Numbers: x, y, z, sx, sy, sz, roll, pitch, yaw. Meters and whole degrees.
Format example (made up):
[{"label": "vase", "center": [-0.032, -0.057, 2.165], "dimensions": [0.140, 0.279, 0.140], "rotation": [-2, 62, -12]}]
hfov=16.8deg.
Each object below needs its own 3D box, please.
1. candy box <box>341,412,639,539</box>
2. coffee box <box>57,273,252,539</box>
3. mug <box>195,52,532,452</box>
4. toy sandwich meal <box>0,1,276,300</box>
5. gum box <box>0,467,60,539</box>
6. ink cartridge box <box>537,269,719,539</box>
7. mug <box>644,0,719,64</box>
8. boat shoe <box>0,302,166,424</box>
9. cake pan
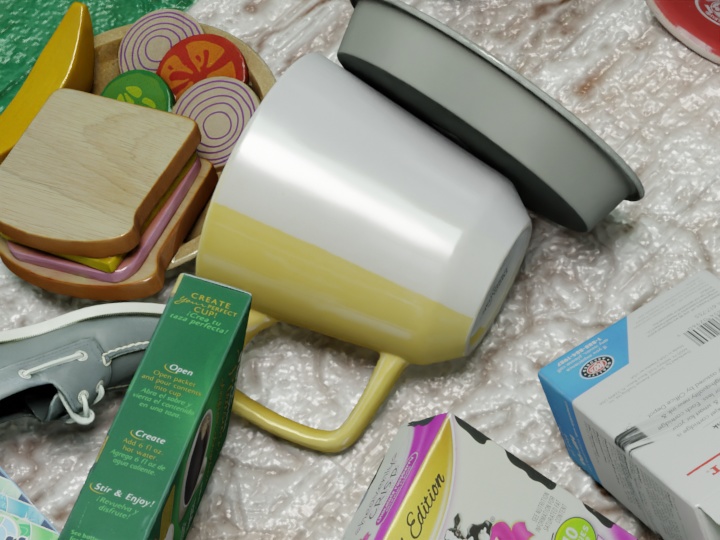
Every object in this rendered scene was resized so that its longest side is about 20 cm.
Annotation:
[{"label": "candy box", "center": [0.080, 0.180, 1.198], "dimensions": [0.200, 0.061, 0.137], "rotation": [34, 68, -15]}, {"label": "coffee box", "center": [-0.109, 0.111, 1.258], "dimensions": [0.044, 0.123, 0.200], "rotation": [16, 46, 5]}, {"label": "mug", "center": [0.005, -0.008, 1.365], "dimensions": [0.153, 0.187, 0.149], "rotation": [26, 31, 10]}, {"label": "toy sandwich meal", "center": [-0.142, -0.077, 1.427], "dimensions": [0.205, 0.070, 0.205], "rotation": [-8, 57, 12]}, {"label": "gum box", "center": [-0.242, 0.200, 1.295], "dimensions": [0.200, 0.045, 0.170], "rotation": [-37, 62, -17]}, {"label": "ink cartridge box", "center": [0.195, 0.090, 1.258], "dimensions": [0.116, 0.068, 0.200], "rotation": [-31, 34, -12]}, {"label": "mug", "center": [0.255, -0.222, 1.479], "dimensions": [0.133, 0.177, 0.200], "rotation": [41, 71, -13]}, {"label": "boat shoe", "center": [-0.173, 0.065, 1.338], "dimensions": [0.200, 0.073, 0.062], "rotation": [-7, 59, -27]}, {"label": "cake pan", "center": [0.066, -0.085, 1.359], "dimensions": [0.200, 0.200, 0.037], "rotation": [34, 87, 23]}]
